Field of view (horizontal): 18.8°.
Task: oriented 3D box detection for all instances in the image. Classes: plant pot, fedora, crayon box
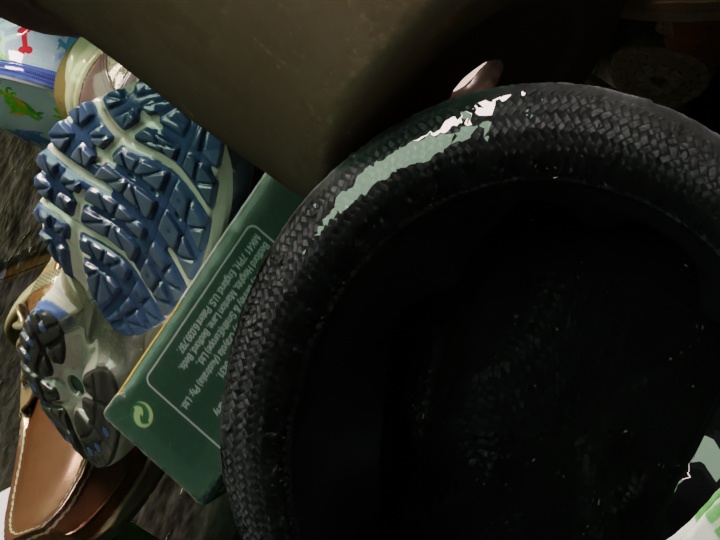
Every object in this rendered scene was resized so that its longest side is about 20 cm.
[{"bbox_3d":[-0.017,-0.112,0.648,0.175,0.200,0.201,51,120,23],"label":"plant pot"},{"bbox_3d":[0.057,0.038,0.627,0.201,0.200,0.092,-53,-5,23],"label":"fedora"},{"bbox_3d":[0.000,0.000,0.798,0.126,0.051,0.200,-55,-11,22],"label":"crayon box"}]

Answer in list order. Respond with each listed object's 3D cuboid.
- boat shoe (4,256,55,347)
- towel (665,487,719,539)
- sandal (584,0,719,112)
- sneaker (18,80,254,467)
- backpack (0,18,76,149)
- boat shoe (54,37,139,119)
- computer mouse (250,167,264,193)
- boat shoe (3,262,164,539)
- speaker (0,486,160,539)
[{"bbox_3d":[-0.110,-0.009,1.113,0.200,0.073,0.063,-38,27,42],"label":"boat shoe"},{"bbox_3d":[0.121,0.097,0.503,0.200,0.023,0.153,-44,44,28],"label":"towel"},{"bbox_3d":[0.096,-0.076,0.766,0.212,0.077,0.070,-124,31,-72],"label":"sandal"},{"bbox_3d":[-0.070,-0.013,0.796,0.085,0.077,0.200,-34,-16,-34],"label":"sneaker"},{"bbox_3d":[-0.150,-0.143,1.168,0.183,0.199,0.148,-7,59,63],"label":"backpack"},{"bbox_3d":[-0.045,-0.121,0.969,0.201,0.072,0.066,-43,49,-13],"label":"boat shoe"},{"bbox_3d":[-0.044,-0.090,0.879,0.200,0.046,0.141,104,-172,-60],"label":"computer mouse"},{"bbox_3d":[-0.115,0.032,0.915,0.075,0.074,0.201,-23,36,33],"label":"boat shoe"},{"bbox_3d":[-0.118,0.145,0.943,0.089,0.088,0.200,-66,23,-5],"label":"speaker"}]
